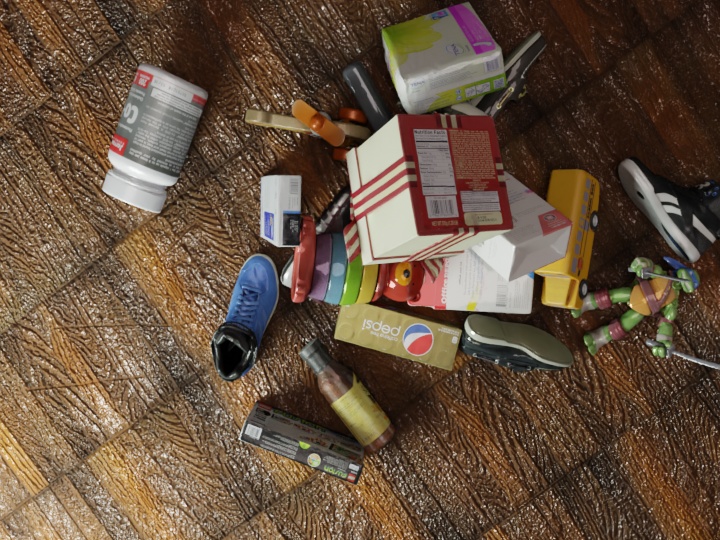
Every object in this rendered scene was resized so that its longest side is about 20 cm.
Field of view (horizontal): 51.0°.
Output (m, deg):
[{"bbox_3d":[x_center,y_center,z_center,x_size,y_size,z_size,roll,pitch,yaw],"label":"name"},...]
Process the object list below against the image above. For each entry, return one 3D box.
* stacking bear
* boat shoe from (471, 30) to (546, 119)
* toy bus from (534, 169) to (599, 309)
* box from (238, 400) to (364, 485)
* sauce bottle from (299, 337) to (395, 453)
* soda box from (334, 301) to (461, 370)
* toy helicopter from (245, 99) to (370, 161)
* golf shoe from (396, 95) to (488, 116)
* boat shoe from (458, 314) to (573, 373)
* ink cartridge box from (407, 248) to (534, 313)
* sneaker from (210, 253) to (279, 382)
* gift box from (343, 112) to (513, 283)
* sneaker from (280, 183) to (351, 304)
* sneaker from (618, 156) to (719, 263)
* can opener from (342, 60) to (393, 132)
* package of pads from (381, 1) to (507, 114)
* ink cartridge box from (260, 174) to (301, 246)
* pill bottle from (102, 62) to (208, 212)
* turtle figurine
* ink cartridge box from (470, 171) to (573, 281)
[{"bbox_3d":[0.000,0.000,1.125,0.195,0.114,0.125,7,79,-9],"label":"stacking bear"},{"bbox_3d":[0.221,-0.279,1.176,0.060,0.072,0.202,41,102,-7],"label":"boat shoe"},{"bbox_3d":[0.319,-0.047,1.171,0.064,0.077,0.205,6,82,42],"label":"toy bus"},{"bbox_3d":[-0.089,0.274,1.210,0.196,0.110,0.035,22,96,-1],"label":"box"},{"bbox_3d":[-0.023,0.200,1.224,0.065,0.066,0.202,-36,95,4],"label":"sauce bottle"},{"bbox_3d":[0.059,0.098,1.214,0.195,0.064,0.069,15,95,0],"label":"soda box"},{"bbox_3d":[-0.081,-0.220,1.152,0.195,0.132,0.081,10,96,0],"label":"toy helicopter"},{"bbox_3d":[0.135,-0.253,1.127,0.089,0.199,0.077,-51,134,-3],"label":"golf shoe"},{"bbox_3d":[0.246,0.131,1.213,0.195,0.075,0.067,14,127,-19],"label":"boat shoe"},{"bbox_3d":[0.173,0.002,1.201,0.194,0.067,0.120,4,95,1],"label":"ink cartridge box"},{"bbox_3d":[-0.181,0.077,1.192,0.075,0.111,0.205,18,95,-1],"label":"sneaker"},{"bbox_3d":[0.082,-0.092,1.044,0.180,0.186,0.206,0,80,-25],"label":"gift box"},{"bbox_3d":[-0.032,-0.034,1.207,0.115,0.076,0.201,36,104,-9],"label":"sneaker"},{"bbox_3d":[0.500,-0.123,1.188,0.111,0.073,0.201,-41,102,1],"label":"sneaker"},{"bbox_3d":[0.049,-0.238,1.170,0.066,0.054,0.202,-27,105,17],"label":"can opener"},{"bbox_3d":[0.114,-0.315,1.112,0.151,0.202,0.069,-17,129,3],"label":"package of pads"},{"bbox_3d":[-0.122,-0.093,1.139,0.038,0.200,0.102,-1,97,-15],"label":"ink cartridge box"},{"bbox_3d":[-0.321,-0.203,1.167,0.112,0.114,0.204,22,95,-1],"label":"pill bottle"},{"bbox_3d":[0.425,0.061,1.152,0.191,0.203,0.144,-24,128,25],"label":"turtle figurine"},{"bbox_3d":[0.209,-0.081,1.144,0.114,0.200,0.069,-19,134,-23],"label":"ink cartridge box"}]
